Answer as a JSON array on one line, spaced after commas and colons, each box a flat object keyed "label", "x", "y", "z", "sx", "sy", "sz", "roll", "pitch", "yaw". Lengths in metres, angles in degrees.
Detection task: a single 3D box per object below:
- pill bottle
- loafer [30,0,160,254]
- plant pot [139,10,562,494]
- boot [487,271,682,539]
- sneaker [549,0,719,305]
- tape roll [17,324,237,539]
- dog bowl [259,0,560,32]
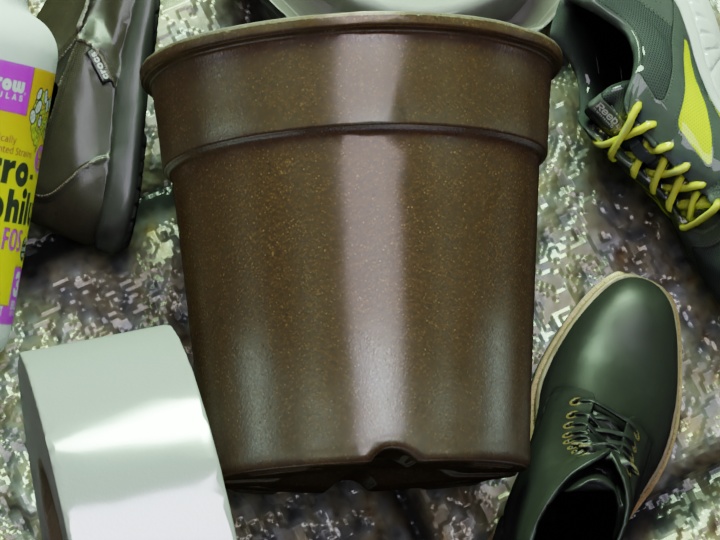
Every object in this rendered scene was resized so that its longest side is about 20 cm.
[{"label": "pill bottle", "x": -0.200, "y": -0.065, "z": 1.298, "sx": 0.104, "sy": 0.104, "sz": 0.200, "roll": 9, "pitch": 90, "yaw": -4}, {"label": "loafer", "x": -0.136, "y": -0.110, "z": 1.361, "sx": 0.071, "sy": 0.073, "sz": 0.200, "roll": 6, "pitch": 72, "yaw": -7}, {"label": "plant pot", "x": 0.000, "y": 0.000, "z": 1.293, "sx": 0.200, "sy": 0.200, "sz": 0.199, "roll": -2, "pitch": 81, "yaw": -7}, {"label": "boot", "x": 0.116, "y": 0.080, "z": 1.300, "sx": 0.077, "sy": 0.138, "sz": 0.200, "roll": 19, "pitch": 71, "yaw": -1}, {"label": "sneaker", "x": 0.150, "y": -0.060, "z": 1.370, "sx": 0.085, "sy": 0.074, "sz": 0.200, "roll": -6, "pitch": 64, "yaw": -40}, {"label": "tape roll", "x": -0.099, "y": 0.128, "z": 1.227, "sx": 0.071, "sy": 0.202, "sz": 0.203, "roll": -12, "pitch": 75, "yaw": -11}, {"label": "dog bowl", "x": 0.025, "y": -0.186, "z": 1.414, "sx": 0.200, "sy": 0.059, "sz": 0.200, "roll": 2, "pitch": 72, "yaw": -6}]
